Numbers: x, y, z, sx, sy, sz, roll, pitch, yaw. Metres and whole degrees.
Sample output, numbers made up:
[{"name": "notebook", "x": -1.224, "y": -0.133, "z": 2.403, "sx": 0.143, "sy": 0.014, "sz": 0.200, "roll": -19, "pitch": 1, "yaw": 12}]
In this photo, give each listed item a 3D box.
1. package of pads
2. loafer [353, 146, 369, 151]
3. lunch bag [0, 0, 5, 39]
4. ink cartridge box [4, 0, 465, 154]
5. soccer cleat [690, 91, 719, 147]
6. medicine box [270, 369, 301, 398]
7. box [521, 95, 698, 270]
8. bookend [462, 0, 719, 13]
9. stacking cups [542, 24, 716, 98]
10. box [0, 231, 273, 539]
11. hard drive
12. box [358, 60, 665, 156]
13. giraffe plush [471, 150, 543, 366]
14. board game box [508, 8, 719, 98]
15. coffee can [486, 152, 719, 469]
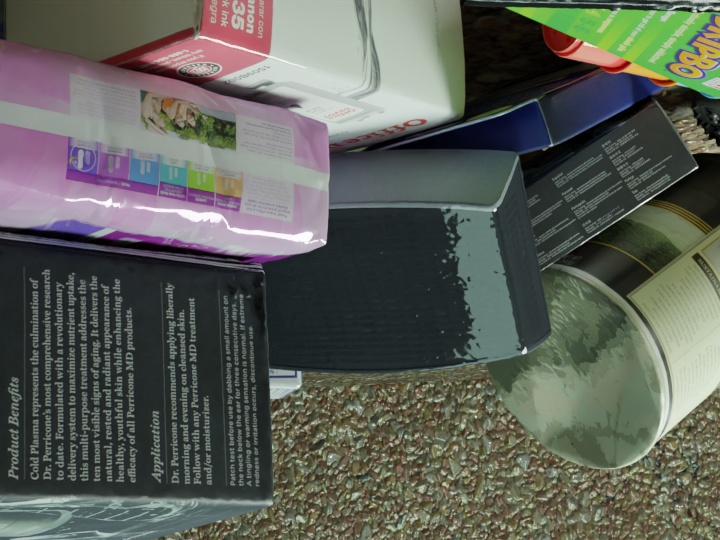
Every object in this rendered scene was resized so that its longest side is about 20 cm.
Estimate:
[{"name": "package of pads", "x": -0.123, "y": -0.046, "z": 0.706, "sx": 0.199, "sy": 0.076, "sz": 0.120, "roll": 9, "pitch": 167, "yaw": -42}, {"name": "loafer", "x": -0.028, "y": -0.090, "z": 0.978, "sx": 0.199, "sy": 0.069, "sz": 0.076, "roll": 17, "pitch": -160, "yaw": -23}, {"name": "lunch bag", "x": -0.197, "y": -0.061, "z": 0.799, "sx": 0.199, "sy": 0.172, "sz": 0.127, "roll": 3, "pitch": 166, "yaw": -29}, {"name": "ink cartridge box", "x": -0.059, "y": -0.118, "z": 0.766, "sx": 0.146, "sy": 0.084, "sz": 0.199, "roll": -12, "pitch": 166, "yaw": 39}, {"name": "soccer cleat", "x": 0.308, "y": -0.098, "z": 1.057, "sx": 0.199, "sy": 0.074, "sz": 0.068, "roll": 26, "pitch": -175, "yaw": -36}, {"name": "medicine box", "x": -0.148, "y": 0.006, "z": 1.145, "sx": 0.198, "sy": 0.184, "sz": 0.103, "roll": 0, "pitch": 170, "yaw": -12}, {"name": "box", "x": 0.110, "y": -0.037, "z": 0.945, "sx": 0.199, "sy": 0.050, "sz": 0.158, "roll": -34, "pitch": -176, "yaw": 12}, {"name": "bookend", "x": 0.151, "y": -0.168, "z": 0.517, "sx": 0.197, "sy": 0.093, "sz": 0.200, "roll": 0, "pitch": 169, "yaw": -11}, {"name": "stacking cups", "x": 0.192, "y": -0.131, "z": 0.846, "sx": 0.199, "sy": 0.061, "sz": 0.060, "roll": 8, "pitch": 166, "yaw": -33}, {"name": "box", "x": -0.175, "y": 0.068, "z": 0.728, "sx": 0.195, "sy": 0.125, "sz": 0.200, "roll": 9, "pitch": 159, "yaw": -34}, {"name": "hard drive", "x": 0.000, "y": 0.000, "z": 0.846, "sx": 0.198, "sy": 0.136, "sz": 0.042, "roll": -2, "pitch": -147, "yaw": 19}, {"name": "box", "x": 0.095, "y": -0.091, "z": 0.874, "sx": 0.121, "sy": 0.033, "sz": 0.199, "roll": -12, "pitch": -170, "yaw": 44}, {"name": "giraffe plush", "x": 0.044, "y": -0.044, "z": 1.103, "sx": 0.162, "sy": 0.173, "sz": 0.200, "roll": 23, "pitch": -171, "yaw": -46}, {"name": "board game box", "x": 0.124, "y": -0.134, "z": 0.717, "sx": 0.199, "sy": 0.030, "sz": 0.095, "roll": 22, "pitch": 166, "yaw": -18}, {"name": "coffee can", "x": 0.200, "y": 0.024, "z": 1.027, "sx": 0.199, "sy": 0.147, "sz": 0.146, "roll": -32, "pitch": -169, "yaw": -39}]
